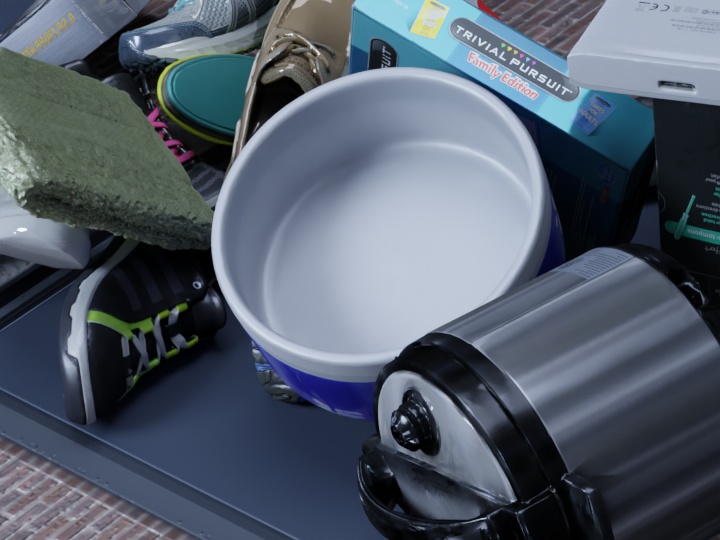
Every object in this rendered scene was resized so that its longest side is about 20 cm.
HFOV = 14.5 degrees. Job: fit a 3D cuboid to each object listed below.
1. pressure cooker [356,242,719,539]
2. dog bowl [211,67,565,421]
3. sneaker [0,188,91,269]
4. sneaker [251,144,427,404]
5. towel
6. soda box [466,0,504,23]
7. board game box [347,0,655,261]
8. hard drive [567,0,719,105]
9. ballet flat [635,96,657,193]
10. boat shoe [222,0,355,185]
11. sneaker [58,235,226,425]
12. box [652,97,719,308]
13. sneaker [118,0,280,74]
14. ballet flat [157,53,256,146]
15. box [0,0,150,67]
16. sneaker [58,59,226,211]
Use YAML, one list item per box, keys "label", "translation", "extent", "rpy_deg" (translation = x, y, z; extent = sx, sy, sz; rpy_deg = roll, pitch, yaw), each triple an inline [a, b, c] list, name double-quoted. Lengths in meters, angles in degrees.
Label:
- label: "pressure cooker"
  translation: [0.098, 0.096, 1.515]
  extent: [0.200, 0.176, 0.179]
  rpy_deg: [-26, 68, -23]
- label: "dog bowl"
  translation: [0.018, -0.015, 1.656]
  extent: [0.199, 0.079, 0.201]
  rpy_deg: [-8, 58, 13]
- label: "sneaker"
  translation: [-0.203, -0.050, 1.776]
  extent: [0.075, 0.089, 0.200]
  rpy_deg: [16, 0, -12]
- label: "sneaker"
  translation: [0.000, 0.000, 1.747]
  extent: [0.075, 0.079, 0.200]
  rpy_deg: [19, 67, 26]
- label: "towel"
  translation: [-0.175, -0.074, 1.725]
  extent: [0.148, 0.037, 0.200]
  rpy_deg: [51, 20, 29]
- label: "soda box"
  translation: [0.061, -0.141, 1.900]
  extent: [0.068, 0.064, 0.200]
  rpy_deg: [-22, 59, -41]
- label: "board game box"
  translation: [0.086, -0.092, 1.759]
  extent: [0.200, 0.151, 0.047]
  rpy_deg: [32, 66, 12]
- label: "hard drive"
  translation: [0.217, -0.160, 1.654]
  extent: [0.131, 0.027, 0.200]
  rpy_deg: [8, 37, 23]
- label: "ballet flat"
  translation: [0.225, -0.095, 1.904]
  extent: [0.199, 0.057, 0.067]
  rpy_deg: [-22, 83, -22]
- label: "boat shoe"
  translation: [-0.037, -0.121, 1.837]
  extent: [0.071, 0.065, 0.201]
  rpy_deg: [15, 69, 1]
- label: "sneaker"
  translation: [-0.126, 0.022, 1.751]
  extent: [0.082, 0.072, 0.200]
  rpy_deg: [6, 36, 14]
- label: "box"
  translation: [0.261, -0.053, 1.691]
  extent: [0.124, 0.201, 0.149]
  rpy_deg: [12, 38, 27]
- label: "sneaker"
  translation: [-0.092, -0.193, 1.952]
  extent: [0.200, 0.087, 0.077]
  rpy_deg: [-24, 11, -36]
- label: "ballet flat"
  translation: [-0.056, -0.111, 1.917]
  extent: [0.199, 0.067, 0.067]
  rpy_deg: [-5, -13, -30]
- label: "box"
  translation: [-0.184, -0.202, 2.019]
  extent: [0.158, 0.048, 0.200]
  rpy_deg: [-35, 13, 37]
- label: "sneaker"
  translation: [-0.154, -0.084, 1.894]
  extent: [0.074, 0.088, 0.200]
  rpy_deg: [-29, 40, -30]
